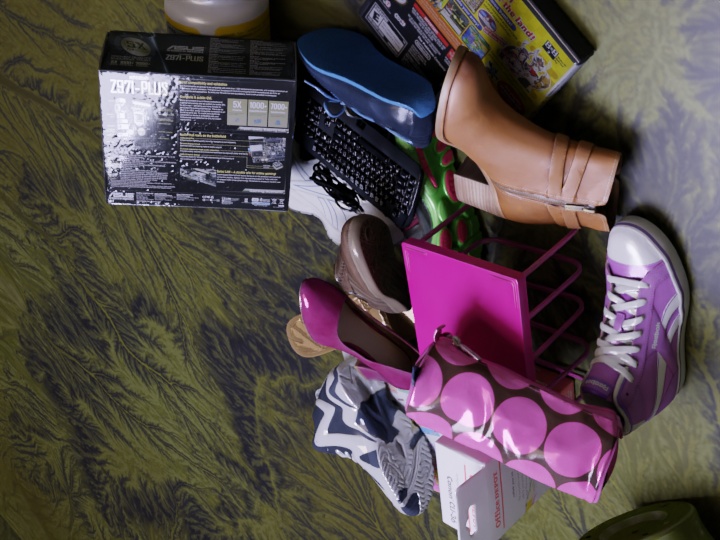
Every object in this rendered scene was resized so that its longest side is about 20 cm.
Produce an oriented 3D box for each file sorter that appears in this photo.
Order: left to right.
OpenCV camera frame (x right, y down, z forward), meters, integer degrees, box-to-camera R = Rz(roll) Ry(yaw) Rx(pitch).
[{"bbox_3d":[0.144,0.047,1.136,0.138,0.125,0.201,19,132,40],"label":"file sorter"}]

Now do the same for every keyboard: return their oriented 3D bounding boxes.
[{"bbox_3d":[-0.016,-0.107,1.188,0.200,0.039,0.105,42,135,38],"label":"keyboard"}]

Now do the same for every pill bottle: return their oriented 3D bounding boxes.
[{"bbox_3d":[-0.154,-0.256,1.259,0.114,0.114,0.201,31,138,31],"label":"pill bottle"}]

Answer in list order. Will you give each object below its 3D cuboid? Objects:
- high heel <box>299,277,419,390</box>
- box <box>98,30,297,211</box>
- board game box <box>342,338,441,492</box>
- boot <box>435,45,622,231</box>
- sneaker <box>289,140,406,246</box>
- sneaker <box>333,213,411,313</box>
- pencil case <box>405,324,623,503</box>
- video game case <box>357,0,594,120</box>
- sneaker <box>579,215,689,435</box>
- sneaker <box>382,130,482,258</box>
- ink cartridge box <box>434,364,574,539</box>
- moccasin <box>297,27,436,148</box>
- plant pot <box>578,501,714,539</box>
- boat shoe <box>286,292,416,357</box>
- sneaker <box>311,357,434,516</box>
[{"bbox_3d":[0.011,0.070,1.244,0.095,0.068,0.200,1,142,33],"label":"high heel"},{"bbox_3d":[-0.169,-0.155,1.211,0.086,0.198,0.165,-95,8,-51],"label":"box"},{"bbox_3d":[0.059,0.171,1.410,0.152,0.040,0.201,14,127,44],"label":"board game box"},{"bbox_3d":[0.153,-0.113,1.016,0.154,0.074,0.200,15,153,25],"label":"boot"},{"bbox_3d":[-0.021,-0.088,1.275,0.199,0.074,0.088,30,132,30],"label":"sneaker"},{"bbox_3d":[0.000,0.000,1.198,0.075,0.071,0.200,2,159,19],"label":"sneaker"},{"bbox_3d":[0.139,0.128,1.035,0.199,0.091,0.094,24,103,8],"label":"pencil case"},{"bbox_3d":[0.099,-0.221,1.064,0.200,0.025,0.181,52,145,7],"label":"video game case"},{"bbox_3d":[0.243,0.059,1.042,0.072,0.114,0.202,12,125,46],"label":"sneaker"},{"bbox_3d":[0.069,-0.061,1.196,0.084,0.076,0.202,3,109,55],"label":"sneaker"},{"bbox_3d":[0.142,0.200,1.196,0.067,0.200,0.117,21,132,38],"label":"ink cartridge box"},{"bbox_3d":[-0.001,-0.178,1.144,0.200,0.080,0.069,46,156,43],"label":"moccasin"},{"bbox_3d":[0.307,0.343,1.147,0.200,0.199,0.194,-23,87,54],"label":"plant pot"},{"bbox_3d":[0.007,0.050,1.352,0.199,0.069,0.074,-11,103,31],"label":"boat shoe"},{"bbox_3d":[0.005,0.213,1.403,0.200,0.079,0.129,56,146,1],"label":"sneaker"}]
